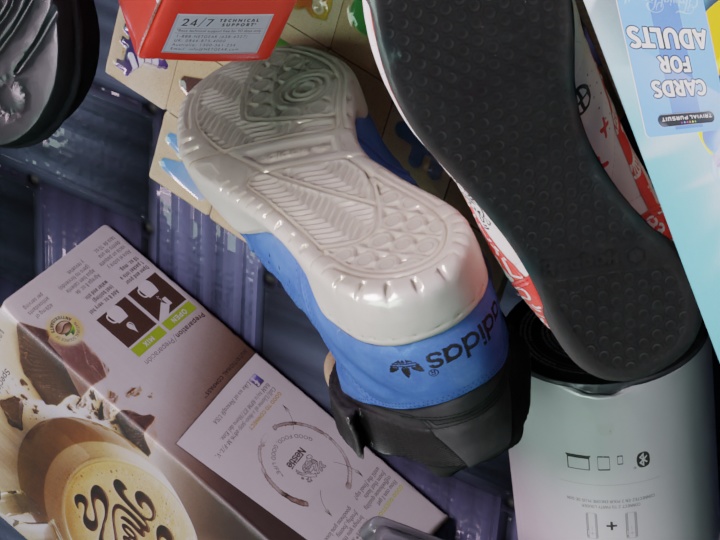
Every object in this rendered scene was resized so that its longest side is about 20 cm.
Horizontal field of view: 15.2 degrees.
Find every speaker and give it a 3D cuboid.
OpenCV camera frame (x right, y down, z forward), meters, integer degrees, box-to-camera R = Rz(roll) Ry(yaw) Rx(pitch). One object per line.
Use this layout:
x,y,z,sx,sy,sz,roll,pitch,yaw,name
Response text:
0.101,0.106,1.049,0.081,0.081,0.200,12,126,30,speaker

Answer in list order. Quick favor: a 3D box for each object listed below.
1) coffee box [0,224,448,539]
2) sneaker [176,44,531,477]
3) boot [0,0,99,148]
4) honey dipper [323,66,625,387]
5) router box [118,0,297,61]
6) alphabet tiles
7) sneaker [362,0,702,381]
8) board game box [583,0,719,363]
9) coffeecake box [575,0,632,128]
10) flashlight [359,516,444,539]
-0.076,0.093,1.174,0.200,0.080,0.113,39,134,8,coffee box
-0.001,0.001,0.984,0.200,0.077,0.111,45,161,53,sneaker
-0.106,-0.120,0.956,0.076,0.168,0.200,-52,59,25,boot
0.048,-0.011,1.044,0.038,0.038,0.200,43,132,4,honey dipper
-0.048,-0.200,0.858,0.180,0.049,0.200,-62,39,44,router box
-0.015,-0.071,1.039,0.200,0.006,0.167,33,126,23,alphabet tiles
0.045,-0.063,0.902,0.067,0.108,0.202,-29,116,2,sneaker
0.163,-0.037,0.820,0.151,0.047,0.200,-8,111,40,board game box
0.181,-0.080,0.864,0.200,0.073,0.154,-13,109,42,coffeecake box
0.082,0.157,0.997,0.200,0.068,0.068,24,120,-8,flashlight
